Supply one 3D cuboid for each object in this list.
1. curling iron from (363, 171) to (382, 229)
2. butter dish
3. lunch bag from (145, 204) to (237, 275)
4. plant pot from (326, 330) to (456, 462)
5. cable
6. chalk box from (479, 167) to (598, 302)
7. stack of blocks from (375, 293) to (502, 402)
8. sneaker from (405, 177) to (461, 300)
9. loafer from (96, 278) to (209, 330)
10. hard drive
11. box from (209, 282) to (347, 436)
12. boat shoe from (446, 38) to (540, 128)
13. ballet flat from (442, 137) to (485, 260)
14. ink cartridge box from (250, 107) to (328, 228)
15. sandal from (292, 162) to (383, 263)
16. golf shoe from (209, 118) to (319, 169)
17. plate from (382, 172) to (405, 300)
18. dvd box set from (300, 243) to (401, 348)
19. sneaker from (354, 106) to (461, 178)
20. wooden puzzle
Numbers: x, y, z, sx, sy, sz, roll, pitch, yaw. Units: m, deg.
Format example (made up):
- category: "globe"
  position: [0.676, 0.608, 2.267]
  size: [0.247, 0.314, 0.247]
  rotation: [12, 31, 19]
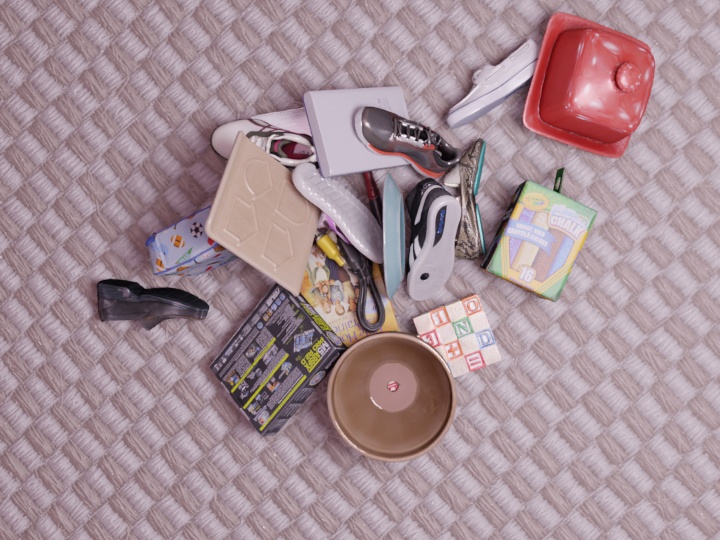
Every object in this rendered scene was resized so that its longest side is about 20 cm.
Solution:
- category: "curling iron"
  position: [0.028, -0.130, 1.379]
  size: [0.049, 0.025, 0.202]
  rotation: [-8, 89, 41]
- category: "butter dish"
  position: [0.384, -0.294, 1.286]
  size: [0.198, 0.148, 0.201]
  rotation: [15, 92, -16]
- category: "lunch bag"
  position: [-0.238, -0.048, 1.325]
  size: [0.199, 0.160, 0.076]
  rotation: [-20, 83, 25]
- category: "plant pot"
  position: [0.051, 0.192, 1.296]
  size: [0.199, 0.093, 0.203]
  rotation: [0, 93, 4]
- category: "cable"
  position: [0.000, 0.000, 1.335]
  size: [0.097, 0.050, 0.201]
  rotation: [-22, 85, -25]
- category: "chalk box"
  position: [0.293, -0.067, 1.322]
  size: [0.123, 0.125, 0.201]
  rotation: [26, 93, 3]
- category: "stack of blocks"
  position: [0.120, 0.127, 1.366]
  size: [0.199, 0.059, 0.116]
  rotation: [-22, 89, 4]
- category: "sneaker"
  position: [0.109, -0.058, 1.364]
  size: [0.072, 0.112, 0.201]
  rotation: [0, 125, -22]
- category: "loafer"
  position: [-0.351, 0.066, 1.393]
  size: [0.198, 0.073, 0.073]
  rotation: [10, 100, 13]
- category: "hard drive"
  position: [0.005, -0.225, 1.320]
  size: [0.199, 0.025, 0.133]
  rotation: [-14, 90, -41]
- category: "box"
  position: [-0.137, 0.143, 1.342]
  size: [0.160, 0.044, 0.200]
  rotation: [46, 106, 25]
- category: "boat shoe"
  position: [0.216, -0.308, 1.356]
  size: [0.199, 0.074, 0.066]
  rotation: [-34, 85, -7]
- category: "ballet flat"
  position: [0.170, -0.117, 1.361]
  size: [0.075, 0.068, 0.202]
  rotation: [1, 94, 12]
- category: "ink cartridge box"
  position: [-0.114, -0.165, 1.382]
  size: [0.108, 0.050, 0.202]
  rotation: [-8, 91, 3]
- category: "sandal"
  position: [-0.034, -0.088, 1.296]
  size: [0.203, 0.083, 0.050]
  rotation: [47, 130, -11]
- category: "golf shoe"
  position: [-0.148, -0.204, 1.315]
  size: [0.198, 0.088, 0.078]
  rotation: [9, 93, 4]
- category: "plate"
  position: [0.055, -0.053, 1.296]
  size: [0.025, 0.200, 0.202]
  rotation: [0, 91, 7]
- category: "dvd box set"
  position: [-0.027, 0.043, 1.358]
  size: [0.145, 0.029, 0.201]
  rotation: [-19, 74, 8]
- category: "sneaker"
  position: [0.082, -0.216, 1.311]
  size: [0.199, 0.082, 0.078]
  rotation: [20, 68, -34]
- category: "wooden puzzle"
  position: [-0.147, -0.082, 1.244]
  size: [0.046, 0.200, 0.186]
  rotation: [-15, 48, 38]
